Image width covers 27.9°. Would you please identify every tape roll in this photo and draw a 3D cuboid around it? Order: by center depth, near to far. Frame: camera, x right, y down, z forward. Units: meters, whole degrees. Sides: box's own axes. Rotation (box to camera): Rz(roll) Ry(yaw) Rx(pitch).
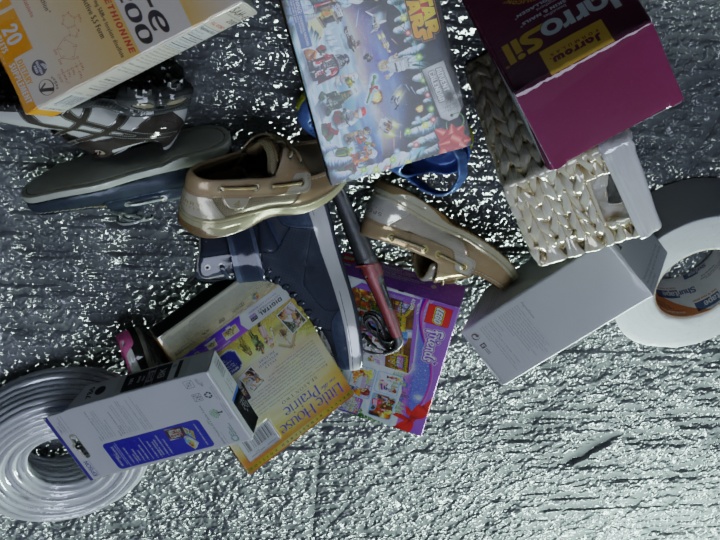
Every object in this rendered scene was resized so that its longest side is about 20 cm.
[{"bbox_3d":[0.363,-0.006,1.610,0.200,0.066,0.201,-9,134,-10],"label":"tape roll"}]

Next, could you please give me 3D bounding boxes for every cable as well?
[{"bbox_3d":[-0.326,0.188,1.566,0.199,0.069,0.200,10,128,-26],"label":"cable"}]

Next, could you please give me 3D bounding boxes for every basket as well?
[{"bbox_3d":[0.185,-0.121,1.351,0.123,0.200,0.136,-22,135,10],"label":"basket"}]

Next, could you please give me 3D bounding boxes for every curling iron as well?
[{"bbox_3d":[0.000,0.000,1.468,0.049,0.026,0.200,-11,112,13],"label":"curling iron"}]

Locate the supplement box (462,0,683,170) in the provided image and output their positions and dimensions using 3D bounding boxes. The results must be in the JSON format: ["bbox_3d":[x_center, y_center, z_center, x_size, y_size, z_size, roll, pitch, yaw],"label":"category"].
[{"bbox_3d":[0.174,-0.206,1.262,0.131,0.200,0.103,-28,135,8],"label":"supplement box"}]

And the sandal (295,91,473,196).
[{"bbox_3d":[0.032,-0.126,1.373,0.200,0.087,0.080,15,128,-27],"label":"sandal"}]

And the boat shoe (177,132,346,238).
[{"bbox_3d":[-0.080,-0.090,1.337,0.200,0.071,0.065,-27,139,-41],"label":"boat shoe"}]

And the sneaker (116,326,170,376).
[{"bbox_3d":[-0.181,0.112,1.542,0.087,0.074,0.200,-34,132,5],"label":"sneaker"}]

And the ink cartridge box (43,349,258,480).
[{"bbox_3d":[-0.214,0.149,1.477,0.200,0.039,0.100,-16,123,20],"label":"ink cartridge box"}]

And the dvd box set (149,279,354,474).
[{"bbox_3d":[-0.109,0.097,1.511,0.146,0.029,0.200,-37,120,-11],"label":"dvd box set"}]

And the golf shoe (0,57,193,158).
[{"bbox_3d":[-0.249,-0.135,1.279,0.199,0.078,0.095,-2,133,-15],"label":"golf shoe"}]

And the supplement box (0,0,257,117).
[{"bbox_3d":[-0.201,-0.223,1.168,0.200,0.074,0.126,-26,90,7],"label":"supplement box"}]

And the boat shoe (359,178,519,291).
[{"bbox_3d":[0.077,-0.021,1.484,0.200,0.074,0.069,31,90,-31],"label":"boat shoe"}]

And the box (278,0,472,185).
[{"bbox_3d":[0.011,-0.189,1.287,0.137,0.040,0.200,-17,112,-3],"label":"box"}]

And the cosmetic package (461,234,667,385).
[{"bbox_3d":[0.214,0.023,1.518,0.200,0.113,0.081,-33,100,32],"label":"cosmetic package"}]

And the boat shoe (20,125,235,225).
[{"bbox_3d":[-0.212,-0.080,1.348,0.200,0.075,0.062,-19,125,-13],"label":"boat shoe"}]

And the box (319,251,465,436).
[{"bbox_3d":[0.024,0.082,1.564,0.136,0.039,0.200,17,130,3],"label":"box"}]

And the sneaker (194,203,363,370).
[{"bbox_3d":[-0.082,0.016,1.426,0.146,0.077,0.203,-17,91,-2],"label":"sneaker"}]
